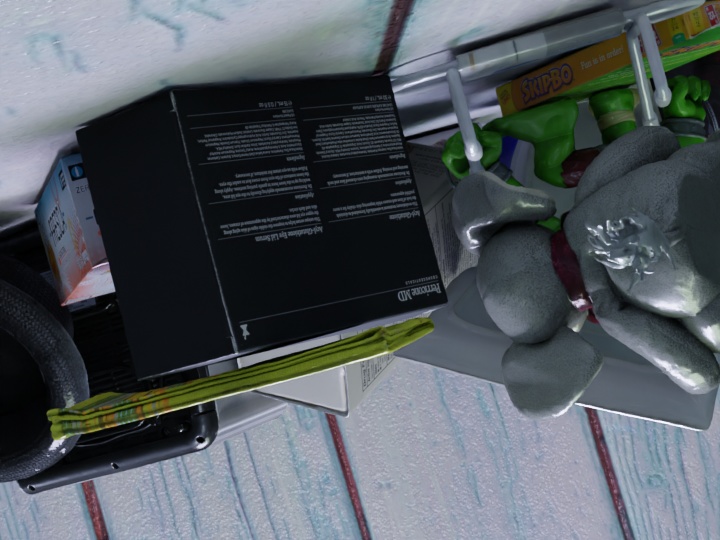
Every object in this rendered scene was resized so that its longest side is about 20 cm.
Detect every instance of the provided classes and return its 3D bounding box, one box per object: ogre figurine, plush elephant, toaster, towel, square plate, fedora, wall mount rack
[{"bbox_3d":[0.156,-0.057,1.453,0.200,0.120,0.098,-12,176,-45],"label":"ogre figurine"},{"bbox_3d":[0.141,0.001,1.288,0.155,0.165,0.200,-15,170,34],"label":"plush elephant"},{"bbox_3d":[-0.158,0.041,1.497,0.200,0.181,0.119,-17,179,30],"label":"toaster"},{"bbox_3d":[-0.064,0.054,1.170,0.200,0.018,0.086,-15,-177,19],"label":"towel"},{"bbox_3d":[0.138,0.041,1.405,0.198,0.028,0.200,14,-163,11],"label":"square plate"},{"bbox_3d":[-0.261,0.045,1.420,0.200,0.201,0.092,-18,-155,27],"label":"fedora"},{"bbox_3d":[0.117,-0.103,1.311,0.200,0.075,0.174,-16,177,4],"label":"wall mount rack"}]

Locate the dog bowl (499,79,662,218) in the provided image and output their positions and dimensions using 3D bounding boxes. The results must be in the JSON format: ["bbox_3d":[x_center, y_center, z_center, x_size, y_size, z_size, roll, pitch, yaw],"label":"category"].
[{"bbox_3d":[0.183,-0.040,1.582,0.200,0.200,0.079,-14,178,-29],"label":"dog bowl"}]

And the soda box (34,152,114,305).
[{"bbox_3d":[-0.151,-0.028,1.309,0.064,0.068,0.200,-16,177,-15],"label":"soda box"}]

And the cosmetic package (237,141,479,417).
[{"bbox_3d":[0.000,0.000,1.484,0.087,0.103,0.200,12,-147,27],"label":"cosmetic package"}]

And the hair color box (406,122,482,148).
[{"bbox_3d":[0.006,-0.037,1.628,0.200,0.100,0.061,-16,177,-14],"label":"hair color box"}]

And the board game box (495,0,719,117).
[{"bbox_3d":[0.186,-0.142,1.413,0.095,0.030,0.200,-14,179,-38],"label":"board game box"}]

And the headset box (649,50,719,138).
[{"bbox_3d":[0.291,-0.076,1.508,0.075,0.200,0.149,-15,177,-26],"label":"headset box"}]

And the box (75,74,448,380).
[{"bbox_3d":[-0.050,-0.027,1.203,0.079,0.141,0.200,-19,175,36],"label":"box"}]
